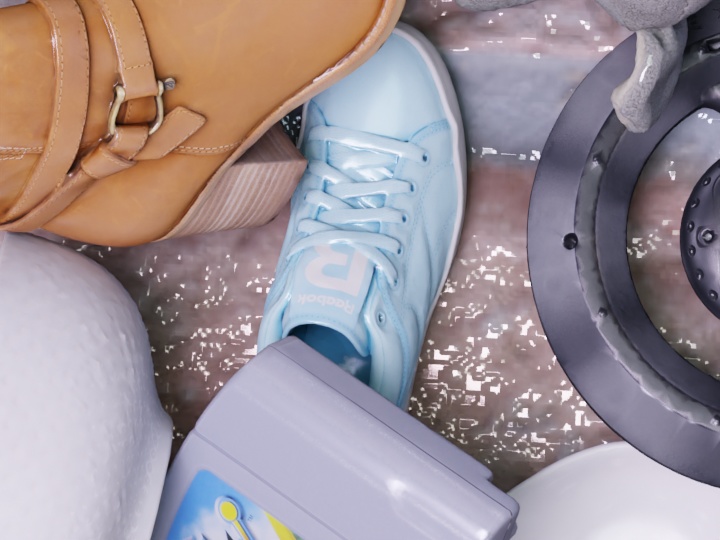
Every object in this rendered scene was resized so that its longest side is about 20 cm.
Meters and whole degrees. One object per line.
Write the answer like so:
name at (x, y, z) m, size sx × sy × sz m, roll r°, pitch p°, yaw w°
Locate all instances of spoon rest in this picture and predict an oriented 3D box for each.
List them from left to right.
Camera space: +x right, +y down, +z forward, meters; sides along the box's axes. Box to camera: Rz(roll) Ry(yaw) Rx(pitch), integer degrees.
spoon rest at (0.057, 0.123, 1.040) m, size 0.199 × 0.061 × 0.100 m, roll -7°, pitch 90°, yaw 7°

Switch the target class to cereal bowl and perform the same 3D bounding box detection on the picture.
cereal bowl at (-0.122, 0.090, 0.997) m, size 0.083 × 0.200 × 0.201 m, roll 15°, pitch 92°, yaw -7°

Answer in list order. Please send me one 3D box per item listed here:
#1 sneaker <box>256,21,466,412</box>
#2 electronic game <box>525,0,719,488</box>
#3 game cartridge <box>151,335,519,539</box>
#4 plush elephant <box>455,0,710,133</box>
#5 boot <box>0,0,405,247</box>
sneaker at (0.000, 0.000, 1.034) m, size 0.074 × 0.082 × 0.201 m, roll 5°, pitch 91°, yaw 5°
electronic game at (0.164, -0.012, 1.032) m, size 0.199 × 0.042 × 0.201 m, roll -1°, pitch 81°, yaw 4°
game cartridge at (-0.025, 0.130, 1.005) m, size 0.133 × 0.040 × 0.201 m, roll 35°, pitch 126°, yaw 24°
plush elephant at (0.083, -0.145, 0.976) m, size 0.199 × 0.155 × 0.165 m, roll 8°, pitch 124°, yaw -5°
boot at (-0.074, -0.094, 0.947) m, size 0.077 × 0.155 × 0.200 m, roll 55°, pitch 131°, yaw 35°
